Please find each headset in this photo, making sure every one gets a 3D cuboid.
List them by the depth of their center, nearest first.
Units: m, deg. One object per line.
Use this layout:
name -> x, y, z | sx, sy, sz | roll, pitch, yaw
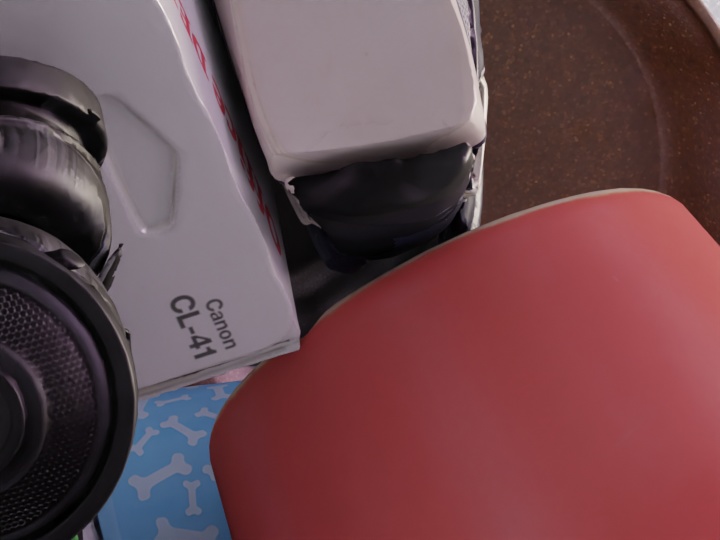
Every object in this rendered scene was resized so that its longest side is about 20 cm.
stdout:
headset -> -0.066, 0.000, 0.595 | 0.124, 0.094, 0.200 | -103, -176, -51

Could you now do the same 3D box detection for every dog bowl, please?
dog bowl -> -0.023, 0.124, 0.860 | 0.111, 0.050, 0.200 | -38, 109, -85

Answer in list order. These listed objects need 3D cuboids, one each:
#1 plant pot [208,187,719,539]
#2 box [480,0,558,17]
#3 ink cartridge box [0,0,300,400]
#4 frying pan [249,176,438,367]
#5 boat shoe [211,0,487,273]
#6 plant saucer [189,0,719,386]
plant pot -> 0.061, 0.090, 0.754 | 0.177, 0.200, 0.200 | 62, 2, 19
box -> -0.021, -0.127, 0.947 | 0.124, 0.196, 0.200 | -101, 171, -55
ink cartridge box -> -0.085, -0.083, 0.745 | 0.200, 0.086, 0.148 | -101, 171, -48
frying pan -> 0.007, -0.016, 0.877 | 0.190, 0.115, 0.031 | 23, 10, -36
boat shoe -> -0.012, -0.093, 0.752 | 0.093, 0.075, 0.200 | 77, 4, -71
plant saucer -> 0.022, -0.026, 0.911 | 0.037, 0.200, 0.201 | -100, 170, -67
